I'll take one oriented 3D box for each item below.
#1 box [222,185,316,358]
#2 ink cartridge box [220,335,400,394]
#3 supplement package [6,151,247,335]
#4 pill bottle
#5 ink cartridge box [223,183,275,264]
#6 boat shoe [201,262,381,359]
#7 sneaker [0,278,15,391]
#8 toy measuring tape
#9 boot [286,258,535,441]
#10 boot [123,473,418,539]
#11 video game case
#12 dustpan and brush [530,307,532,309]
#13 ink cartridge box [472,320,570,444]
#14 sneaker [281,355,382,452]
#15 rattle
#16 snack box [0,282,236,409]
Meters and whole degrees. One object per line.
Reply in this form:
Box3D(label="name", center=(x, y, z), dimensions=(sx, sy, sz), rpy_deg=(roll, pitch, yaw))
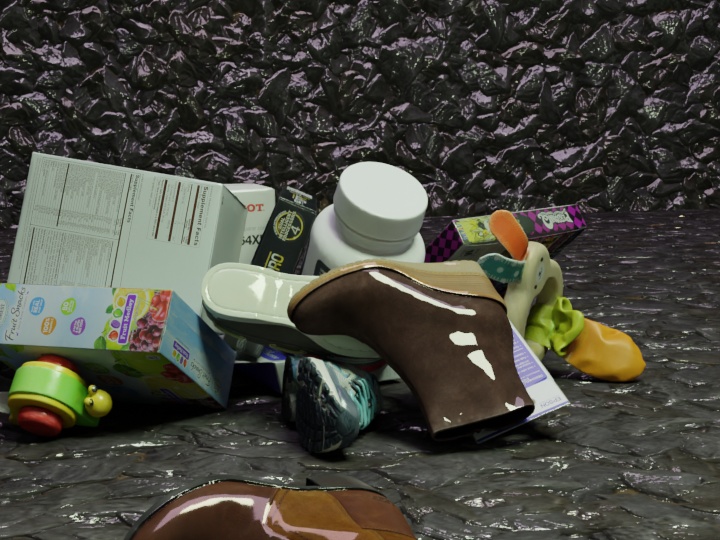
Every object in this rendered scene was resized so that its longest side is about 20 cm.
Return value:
Box3D(label="box", center=(-0.094, -0.004, 1.420), dimensions=(0.048, 0.163, 0.200), rpy_deg=(20, 7, -5))
Box3D(label="ink cartridge box", center=(-0.082, 0.094, 1.458), dimensions=(0.197, 0.044, 0.198), rpy_deg=(-2, 8, -25))
Box3D(label="supplement package", center=(-0.237, -0.022, 1.390), dimensions=(0.197, 0.150, 0.191), rpy_deg=(10, -4, 4))
Box3D(label="pill bottle", center=(0.000, 0.000, 1.326), dimensions=(0.118, 0.202, 0.120), rpy_deg=(11, 38, -9))
Box3D(label="ink cartridge box", center=(-0.177, 0.002, 1.561), dimensions=(0.144, 0.204, 0.084), rpy_deg=(-4, 8, -22))
Box3D(label="boat shoe", center=(-0.054, 0.044, 1.261), dimensions=(0.199, 0.073, 0.060), rpy_deg=(14, -24, -2))
Box3D(label="sneaker", center=(-0.347, 0.071, 1.414), dimensions=(0.196, 0.116, 0.076), rpy_deg=(1, 9, 3))
Box3D(label="toy measuring tape", center=(-0.322, 0.112, 1.223), dimensions=(0.197, 0.075, 0.073), rpy_deg=(3, 8, 18))
Box3D(label="boot", center=(0.043, 0.071, 1.168), dimensions=(0.197, 0.168, 0.073), rpy_deg=(-9, -36, -9))
Box3D(label="boot", center=(-0.026, 0.187, 0.772), dimensions=(0.186, 0.070, 0.199), rpy_deg=(4, 12, -30))
Box3D(label="video game case", center=(0.126, 0.000, 1.462), dimensions=(0.179, 0.036, 0.200), rpy_deg=(-9, -25, -34))
Box3D(label="dustpan and brush", center=(0.133, 0.075, 1.510), dimensions=(0.197, 0.058, 0.139), rpy_deg=(-3, 7, -17))
Box3D(label="ink cartridge box", center=(0.111, 0.088, 1.238), dimensions=(0.093, 0.037, 0.201), rpy_deg=(-21, 38, -9))
Box3D(label="sneaker", center=(-0.017, 0.112, 1.199), dimensions=(0.085, 0.079, 0.200), rpy_deg=(1, 7, -12))
Box3D(label="rattle", center=(0.205, 0.036, 1.354), dimensions=(0.130, 0.202, 0.142), rpy_deg=(-37, 50, -25))
Box3D(label="snack box", center=(-0.242, 0.075, 1.277), dimensions=(0.197, 0.069, 0.169), rpy_deg=(3, -23, 19))
